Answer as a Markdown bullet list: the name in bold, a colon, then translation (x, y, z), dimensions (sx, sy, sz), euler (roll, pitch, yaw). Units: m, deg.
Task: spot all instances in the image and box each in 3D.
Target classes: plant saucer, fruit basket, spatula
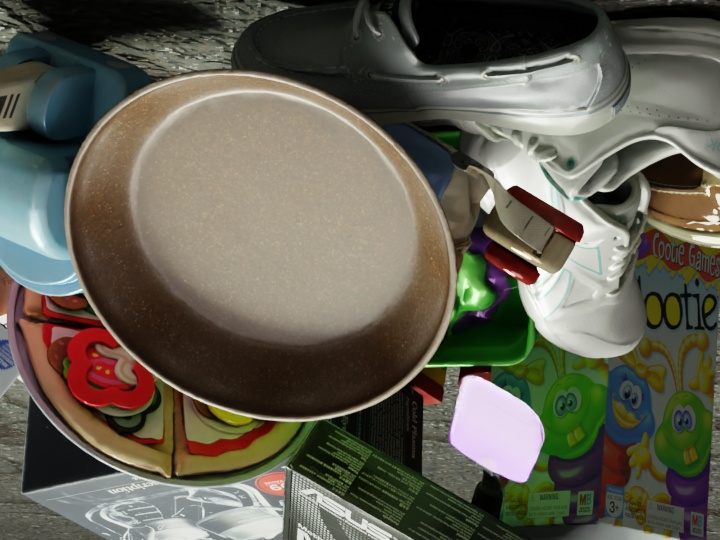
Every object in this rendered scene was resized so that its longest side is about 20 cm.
- **plant saucer**: translation (-0.046, -0.018, 1.403), dimensions (0.200, 0.201, 0.037), euler (8, -147, 13)
- **fruit basket**: translation (0.000, 0.000, 1.625), dimensions (0.215, 0.156, 0.216), euler (-3, 180, 0)
- **spatula**: translation (0.075, 0.126, 1.681), dimensions (0.056, 0.021, 0.200), euler (29, 153, 14)

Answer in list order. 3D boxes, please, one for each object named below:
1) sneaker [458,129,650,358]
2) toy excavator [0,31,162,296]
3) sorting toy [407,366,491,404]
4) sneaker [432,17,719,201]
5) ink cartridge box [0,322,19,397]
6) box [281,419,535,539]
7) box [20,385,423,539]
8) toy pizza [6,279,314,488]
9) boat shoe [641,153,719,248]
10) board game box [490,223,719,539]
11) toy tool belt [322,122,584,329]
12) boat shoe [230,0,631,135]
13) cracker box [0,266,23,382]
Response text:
- **sneaker**: translation (0.123, -0.019, 1.563), dimensions (0.080, 0.071, 0.200), euler (1, 142, 32)
- **toy excavator**: translation (-0.168, -0.074, 1.417), dimensions (0.100, 0.195, 0.200), euler (22, -159, 27)
- **sorting toy**: translation (0.038, 0.036, 1.890), dimensions (0.198, 0.070, 0.200), euler (-5, 154, 35)
- **sneaker**: translation (0.096, -0.077, 1.426), dimensions (0.199, 0.089, 0.075), euler (-1, 167, 29)
- **ink cartridge box**: translation (-0.291, -0.003, 1.705), dimensions (0.200, 0.044, 0.094), euler (42, 173, -24)
- **box**: translation (0.044, 0.191, 1.752), dimensions (0.200, 0.048, 0.193), euler (30, 157, 11)
- **box**: translation (-0.087, 0.113, 1.868), dimensions (0.199, 0.105, 0.182), euler (-13, 151, 30)
- **toy pizza**: translation (-0.113, 0.040, 1.703), dimensions (0.199, 0.201, 0.032), euler (9, 141, -20)
- **boat shoe**: translation (0.228, -0.058, 1.531), dimensions (0.199, 0.076, 0.074), euler (7, 138, 34)
- **board game box**: translation (0.150, 0.067, 1.768), dimensions (0.103, 0.201, 0.105), euler (16, 163, -41)
- **toy tool belt**: translation (0.009, -0.016, 1.485), dimensions (0.200, 0.123, 0.125), euler (32, -177, 28)
- **boat shoe**: translation (0.030, -0.113, 1.372), dimensions (0.200, 0.070, 0.072), euler (5, 144, 17)
- **cracker box**: translation (-0.185, 0.017, 1.885), dimensions (0.133, 0.058, 0.200), euler (-19, 163, 5)
